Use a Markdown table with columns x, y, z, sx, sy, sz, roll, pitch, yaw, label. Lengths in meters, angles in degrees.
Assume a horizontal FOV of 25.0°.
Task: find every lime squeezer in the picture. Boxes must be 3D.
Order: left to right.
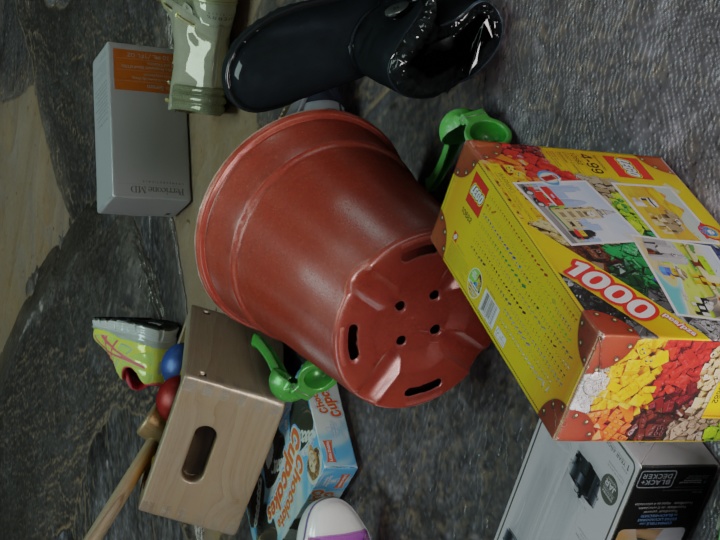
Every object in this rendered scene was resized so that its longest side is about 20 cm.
| x | y | z | sx | sy | sz | roll | pitch | yaw | label |
| --- | --- | --- | --- | --- | --- | --- | --- | --- | --- |
| -0.043 | 0.085 | 1.469 | 0.200 | 0.038 | 0.071 | -12 | 40 | 51 | lime squeezer |
| 0.089 | -0.089 | 1.249 | 0.200 | 0.038 | 0.071 | -165 | 78 | -65 | lime squeezer |

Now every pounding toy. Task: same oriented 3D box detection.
| x | y | z | sx | sy | sz | roll | pitch | yaw | label |
| --- | --- | --- | --- | --- | --- | --- | --- | --- | --- |
| -0.172 | 0.165 | 1.598 | 0.184 | 0.142 | 0.200 | -98 | 28 | -66 | pounding toy |

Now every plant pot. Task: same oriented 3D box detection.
| x | y | z | sx | sy | sz | roll | pitch | yaw | label |
| --- | --- | --- | --- | --- | --- | --- | --- | --- | --- |
| 0.000 | 0.000 | 1.276 | 0.195 | 0.200 | 0.201 | 40 | 124 | 51 | plant pot |

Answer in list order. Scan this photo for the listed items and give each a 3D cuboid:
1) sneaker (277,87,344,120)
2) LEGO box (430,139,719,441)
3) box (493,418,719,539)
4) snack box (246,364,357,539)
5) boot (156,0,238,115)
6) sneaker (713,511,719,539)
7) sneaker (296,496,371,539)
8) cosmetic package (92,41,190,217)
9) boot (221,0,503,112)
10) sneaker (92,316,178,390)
| x | y | z | sx | sy | sz | roll | pitch | yaw | label |
| --- | --- | --- | --- | --- | --- | --- | --- | --- | --- |
| -0.027 | -0.114 | 1.492 | 0.070 | 0.108 | 0.200 | 118 | 176 | -48 | sneaker |
| 0.150 | 0.010 | 0.963 | 0.200 | 0.149 | 0.077 | -119 | 39 | -49 | LEGO box |
| 0.149 | 0.170 | 1.059 | 0.117 | 0.060 | 0.200 | -123 | 42 | -52 | box |
| -0.062 | 0.195 | 1.558 | 0.200 | 0.037 | 0.116 | 118 | 146 | -44 | snack box |
| -0.196 | -0.259 | 1.872 | 0.200 | 0.072 | 0.155 | -150 | 63 | -63 | boot |
| 0.247 | 0.189 | 0.837 | 0.085 | 0.078 | 0.200 | -35 | 65 | 53 | sneaker |
| 0.012 | 0.278 | 1.356 | 0.114 | 0.072 | 0.201 | -38 | 64 | 55 | sneaker |
| -0.269 | -0.172 | 1.984 | 0.071 | 0.101 | 0.201 | 148 | 120 | -61 | cosmetic package |
| -0.001 | -0.173 | 1.288 | 0.168 | 0.200 | 0.077 | 42 | 155 | 63 | boot |
| -0.287 | 0.104 | 2.029 | 0.200 | 0.078 | 0.091 | -174 | 85 | -66 | sneaker |
